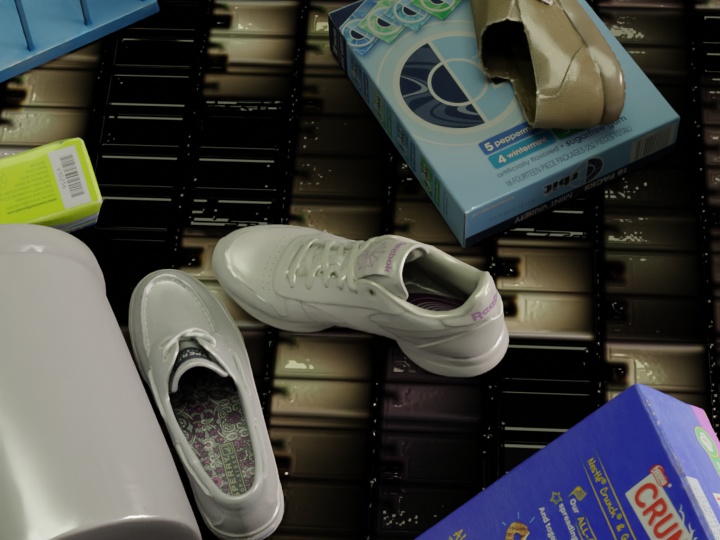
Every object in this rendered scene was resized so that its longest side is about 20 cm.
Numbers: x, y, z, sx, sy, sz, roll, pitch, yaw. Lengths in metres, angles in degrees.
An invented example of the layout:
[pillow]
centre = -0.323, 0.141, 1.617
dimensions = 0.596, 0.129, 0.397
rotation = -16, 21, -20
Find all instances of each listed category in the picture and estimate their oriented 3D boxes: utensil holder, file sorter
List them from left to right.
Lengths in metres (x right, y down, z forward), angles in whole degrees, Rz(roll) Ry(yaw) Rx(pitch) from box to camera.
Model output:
[file sorter]
centre = -0.270, -0.230, 1.244
dimensions = 0.200, 0.123, 0.139
rotation = -27, 61, -15
[utensil holder]
centre = -0.199, 0.103, 1.004
dimensions = 0.170, 0.170, 0.200
rotation = -21, 62, -11

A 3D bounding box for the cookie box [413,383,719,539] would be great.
[cookie box]
centre = 0.124, 0.188, 0.925
dimensions = 0.200, 0.075, 0.171
rotation = -39, 54, 27

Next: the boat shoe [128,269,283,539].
[boat shoe]
centre = -0.100, 0.073, 1.074
dimensions = 0.072, 0.069, 0.200
rotation = -13, 58, -6

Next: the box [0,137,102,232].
[box]
centre = -0.230, -0.038, 1.101
dimensions = 0.122, 0.200, 0.048
rotation = -18, 90, -10

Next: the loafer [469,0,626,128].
[loafer]
centre = 0.105, -0.174, 1.169
dimensions = 0.067, 0.076, 0.200
rotation = -20, 58, -20

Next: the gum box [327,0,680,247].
[gum box]
centre = 0.097, -0.132, 1.214
dimensions = 0.170, 0.045, 0.200
rotation = -24, 59, -13

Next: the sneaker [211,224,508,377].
[sneaker]
centre = 0.000, 0.000, 1.100
dimensions = 0.200, 0.100, 0.075
rotation = 15, 61, 13
